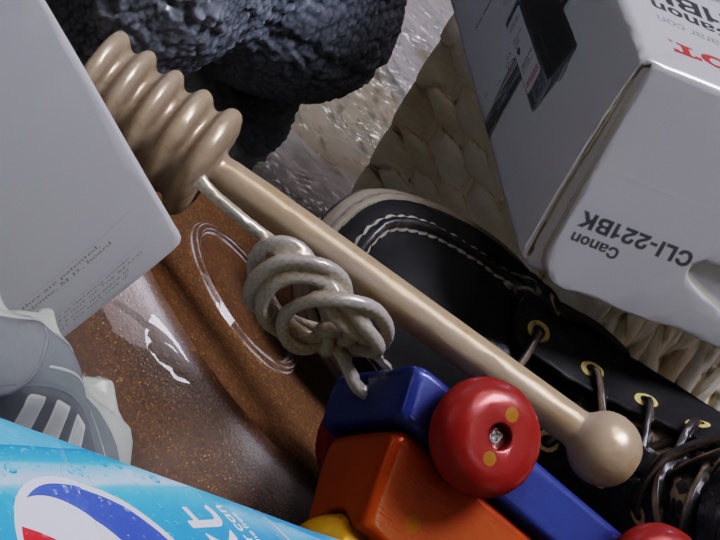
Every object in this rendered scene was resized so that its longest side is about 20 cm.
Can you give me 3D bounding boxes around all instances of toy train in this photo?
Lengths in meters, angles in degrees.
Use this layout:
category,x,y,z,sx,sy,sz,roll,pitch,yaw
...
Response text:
category,x,y,z,sx,sy,sz,roll,pitch,yaw
toy train,-0.004,0.080,0.751,0.200,0.085,0.116,40,66,-19

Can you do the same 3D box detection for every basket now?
category,x,y,z,sx,sy,sz,roll,pitch,yaw
basket,0.092,-0.004,1.028,0.123,0.136,0.200,15,29,-30

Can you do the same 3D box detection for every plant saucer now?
category,x,y,z,sx,sy,sz,roll,pitch,yaw
plant saucer,-0.047,0.015,0.844,0.200,0.032,0.200,51,16,-21

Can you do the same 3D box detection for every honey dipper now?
category,x,y,z,sx,sy,sz,roll,pitch,yaw
honey dipper,0.000,0.000,0.781,0.200,0.038,0.038,35,22,0

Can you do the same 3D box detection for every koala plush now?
category,x,y,z,sx,sy,sz,roll,pitch,yaw
koala plush,-0.051,-0.119,0.978,0.200,0.177,0.184,28,23,-50

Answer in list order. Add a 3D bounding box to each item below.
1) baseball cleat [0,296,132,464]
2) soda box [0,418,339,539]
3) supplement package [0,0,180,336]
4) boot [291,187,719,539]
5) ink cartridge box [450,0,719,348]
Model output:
category,x,y,z,sx,sy,sz,roll,pitch,yaw
baseball cleat,-0.093,0.061,0.623,0.200,0.070,0.107,43,47,-72
soda box,-0.075,0.078,0.552,0.200,0.068,0.064,25,27,-45
supplement package,-0.140,-0.045,0.649,0.121,0.120,0.200,50,-6,18
boot,0.080,0.054,0.843,0.200,0.073,0.151,46,-13,-34
ink cartridge box,0.121,-0.059,0.909,0.144,0.084,0.200,20,28,-18
